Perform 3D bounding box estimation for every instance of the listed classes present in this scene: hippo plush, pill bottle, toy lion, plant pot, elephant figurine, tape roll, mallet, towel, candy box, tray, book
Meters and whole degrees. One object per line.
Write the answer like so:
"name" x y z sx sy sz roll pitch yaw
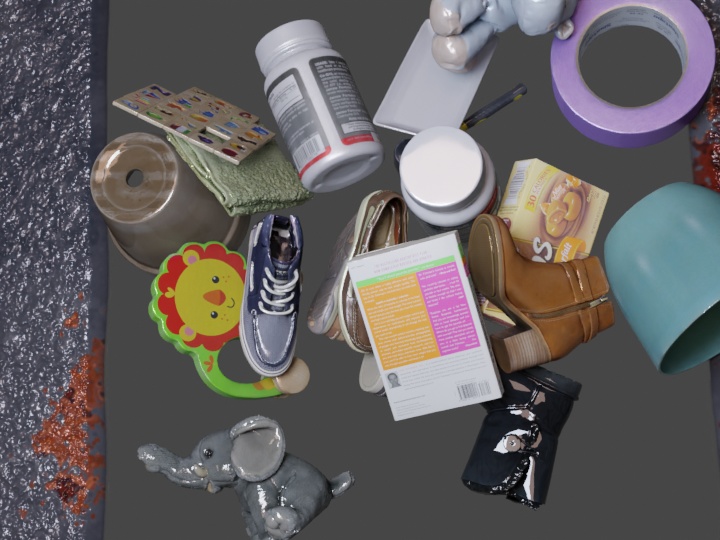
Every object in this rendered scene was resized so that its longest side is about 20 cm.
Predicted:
"hippo plush" 0.184 -0.317 1.380 0.160 0.200 0.160 11 106 16
"pill bottle" -0.056 -0.214 1.443 0.114 0.114 0.200 -24 76 6
"toy lion" -0.168 0.063 1.400 0.191 0.069 0.201 -1 78 -22
"plant pot" -0.261 -0.099 1.441 0.199 0.174 0.201 -2 78 12
"elephant figurine" -0.140 0.243 1.367 0.141 0.155 0.200 -42 83 24
"tape roll" 0.341 -0.259 1.404 0.199 0.066 0.201 -2 79 12
"plant pot" 0.378 -0.003 1.287 0.200 0.201 0.161 -36 63 3
"mallet" 0.129 -0.181 1.452 0.200 0.066 0.041 -31 76 -11
"towel" -0.148 -0.135 1.417 0.036 0.200 0.148 -45 74 25
"candy box" 0.217 -0.023 1.363 0.115 0.055 0.201 22 84 -20
"pill bottle" 0.111 -0.099 1.350 0.114 0.200 0.114 -2 79 11
"tray" 0.100 -0.241 1.437 0.107 0.022 0.200 17 58 15
"book" 0.077 0.066 1.302 0.133 0.048 0.201 -14 98 15

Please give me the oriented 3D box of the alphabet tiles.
"alphabet tiles" -0.198 -0.192 1.395 0.167 0.200 0.008 26 111 2

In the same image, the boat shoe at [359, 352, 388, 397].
"boat shoe" 0.060 0.068 1.415 0.063 0.073 0.201 26 77 -28

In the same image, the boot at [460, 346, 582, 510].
"boot" 0.154 0.183 1.352 0.200 0.076 0.169 21 81 8

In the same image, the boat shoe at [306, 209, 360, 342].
"boat shoe" 0.000 0.000 1.429 0.072 0.076 0.200 28 79 -19

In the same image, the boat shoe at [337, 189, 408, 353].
"boat shoe" 0.020 0.000 1.358 0.075 0.075 0.203 7 86 -24

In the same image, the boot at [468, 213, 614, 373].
"boot" 0.213 0.008 1.296 0.154 0.074 0.201 -21 112 -17

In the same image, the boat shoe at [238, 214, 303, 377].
"boat shoe" -0.106 0.025 1.348 0.074 0.093 0.201 0 78 -14
